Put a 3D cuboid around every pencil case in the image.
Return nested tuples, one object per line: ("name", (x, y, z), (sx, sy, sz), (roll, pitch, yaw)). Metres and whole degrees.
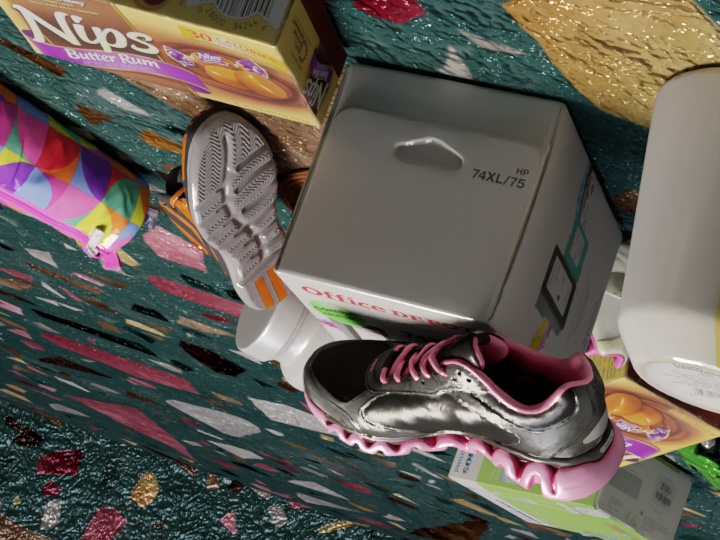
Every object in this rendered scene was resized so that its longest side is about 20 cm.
("pencil case", (-0.257, -0.080, 1.515), (0.088, 0.089, 0.200), (5, 158, 46))

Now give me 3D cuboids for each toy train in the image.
("toy train", (0.335, 0.182, 1.752), (0.056, 0.042, 0.200), (24, 169, 30))

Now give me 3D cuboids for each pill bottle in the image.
("pill bottle", (0.002, 0.065, 1.620), (0.199, 0.116, 0.116), (26, 165, -19))

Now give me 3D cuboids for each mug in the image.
("mug", (0.214, -0.009, 0.982), (0.149, 0.154, 0.186), (26, 165, -17))

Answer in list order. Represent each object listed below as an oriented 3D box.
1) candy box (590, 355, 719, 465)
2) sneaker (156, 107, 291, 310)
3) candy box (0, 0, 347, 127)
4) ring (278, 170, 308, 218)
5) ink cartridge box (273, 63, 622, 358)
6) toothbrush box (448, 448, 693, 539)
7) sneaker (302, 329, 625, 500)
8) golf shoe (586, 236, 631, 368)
("candy box", (0.186, 0.112, 1.524), (0.116, 0.057, 0.200), (28, 147, -29))
("sneaker", (-0.115, -0.060, 1.404), (0.112, 0.077, 0.200), (39, 156, 35))
("candy box", (-0.117, -0.153, 1.106), (0.199, 0.057, 0.117), (15, 165, 16))
("ring", (0.028, -0.026, 1.450), (0.200, 0.019, 0.200), (19, 166, 5))
("ink cartridge box", (0.062, -0.014, 1.185), (0.146, 0.147, 0.200), (13, 163, 23))
("toothbrush box", (0.216, 0.214, 1.935), (0.199, 0.086, 0.145), (4, 158, 47))
("sneaker", (0.055, 0.063, 1.083), (0.199, 0.079, 0.096), (11, 140, 22))
("golf shoe", (0.123, 0.025, 1.335), (0.199, 0.092, 0.075), (-2, 156, 46))
